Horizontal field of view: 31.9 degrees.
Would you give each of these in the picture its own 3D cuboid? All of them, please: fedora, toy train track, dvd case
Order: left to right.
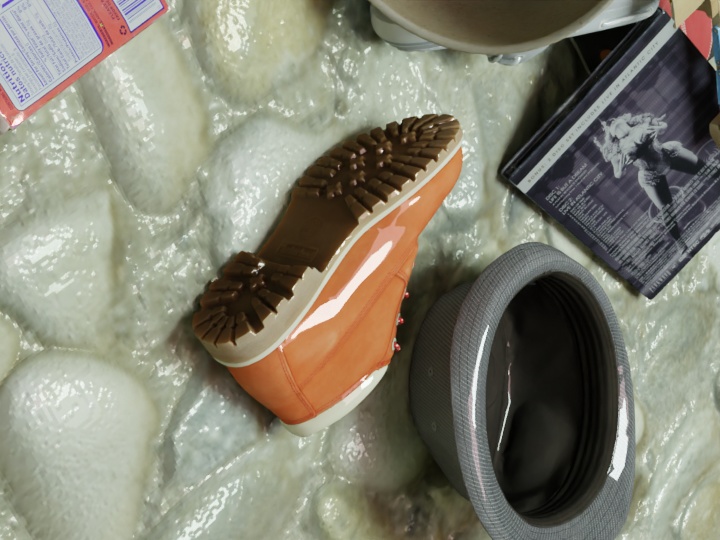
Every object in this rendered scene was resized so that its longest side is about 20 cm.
[{"bbox_3d":[0.094,0.085,0.801,0.176,0.090,0.202,-20,102,-42],"label":"fedora"},{"bbox_3d":[0.206,-0.075,0.891,0.149,0.016,0.199,-47,132,11],"label":"dvd case"},{"bbox_3d":[0.226,-0.164,0.814,0.115,0.032,0.201,-43,134,-25],"label":"toy train track"}]

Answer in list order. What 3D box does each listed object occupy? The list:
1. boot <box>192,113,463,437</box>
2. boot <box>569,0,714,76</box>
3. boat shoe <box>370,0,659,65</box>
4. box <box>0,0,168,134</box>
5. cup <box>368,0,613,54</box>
[{"bbox_3d":[0.000,0.000,0.721,0.200,0.075,0.108,-48,128,-19],"label":"boot"},{"bbox_3d":[0.206,-0.209,0.893,0.145,0.072,0.201,-52,135,-27],"label":"boot"},{"bbox_3d":[0.100,-0.161,0.773,0.198,0.072,0.069,-23,134,-19],"label":"boat shoe"},{"bbox_3d":[-0.180,-0.149,0.473,0.201,0.094,0.103,58,45,-20],"label":"box"},{"bbox_3d":[0.088,-0.235,0.679,0.143,0.198,0.202,-41,122,-51],"label":"cup"}]
